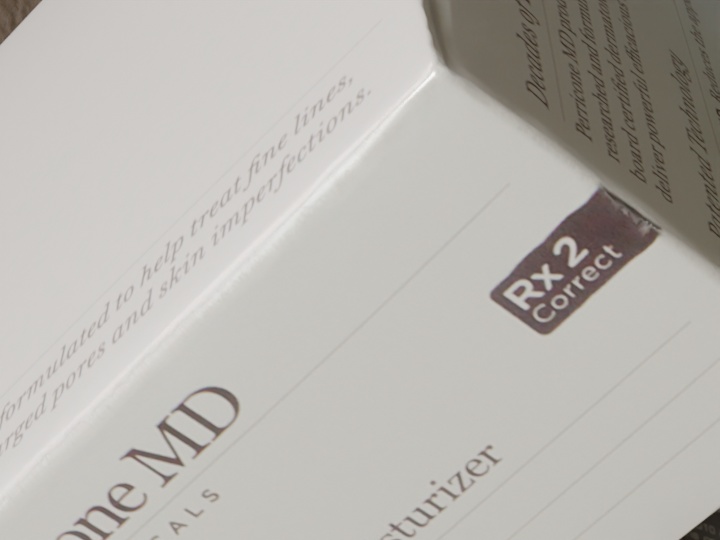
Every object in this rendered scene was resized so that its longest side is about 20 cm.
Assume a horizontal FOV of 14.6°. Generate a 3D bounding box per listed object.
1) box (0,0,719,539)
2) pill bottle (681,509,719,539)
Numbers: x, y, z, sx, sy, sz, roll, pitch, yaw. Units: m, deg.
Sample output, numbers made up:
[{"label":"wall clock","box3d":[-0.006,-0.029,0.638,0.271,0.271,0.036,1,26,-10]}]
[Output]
[{"label":"box","box3d":[-0.011,-0.003,0.668,0.199,0.131,0.200,-43,28,24]},{"label":"pill bottle","box3d":[0.059,0.073,0.743,0.116,0.116,0.200,-50,24,37]}]
